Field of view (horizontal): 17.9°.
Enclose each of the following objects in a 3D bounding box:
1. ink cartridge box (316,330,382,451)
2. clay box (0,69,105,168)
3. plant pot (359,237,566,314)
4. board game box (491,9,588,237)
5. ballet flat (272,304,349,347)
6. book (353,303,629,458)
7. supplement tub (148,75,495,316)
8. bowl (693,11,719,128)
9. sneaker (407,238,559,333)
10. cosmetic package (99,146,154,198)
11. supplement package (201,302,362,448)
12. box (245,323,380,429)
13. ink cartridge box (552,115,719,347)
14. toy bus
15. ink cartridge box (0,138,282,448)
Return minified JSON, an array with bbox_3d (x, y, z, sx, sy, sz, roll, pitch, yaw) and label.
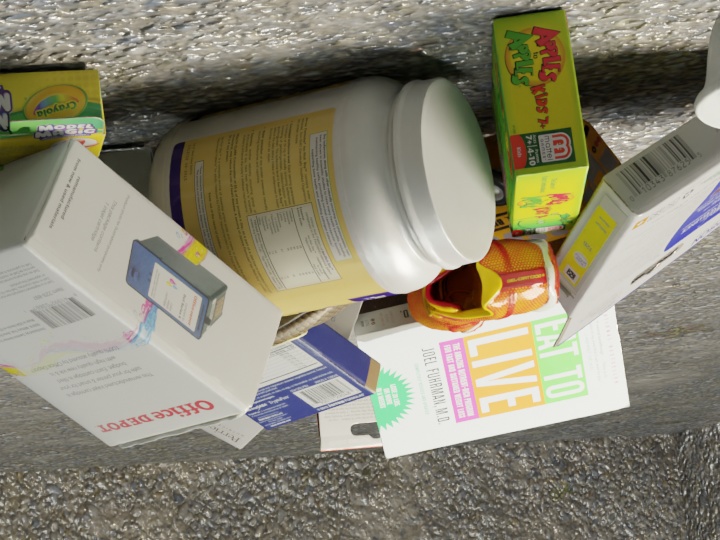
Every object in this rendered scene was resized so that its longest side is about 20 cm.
[{"bbox_3d":[-0.006,0.054,1.948,0.108,0.201,0.050,-2,169,-23],"label":"ink cartridge box"},{"bbox_3d":[-0.226,-0.086,1.456,0.114,0.048,0.200,-4,168,-12],"label":"clay box"},{"bbox_3d":[0.123,-0.005,1.848,0.186,0.188,0.200,2,152,-42],"label":"plant pot"},{"bbox_3d":[0.116,-0.092,1.496,0.047,0.102,0.200,-8,170,2],"label":"board game box"},{"bbox_3d":[0.000,0.000,1.619,0.200,0.046,0.067,-37,-145,-21],"label":"ballet flat"},{"bbox_3d":[0.102,0.067,1.781,0.199,0.048,0.134,-13,131,1],"label":"book"},{"bbox_3d":[-0.025,-0.048,1.521,0.199,0.146,0.145,-11,169,24],"label":"supplement tub"},{"bbox_3d":[0.290,-0.148,1.334,0.200,0.091,0.201,-6,171,-1],"label":"bowl"},{"bbox_3d":[0.070,0.007,1.637,0.077,0.073,0.200,-6,174,-21],"label":"sneaker"},{"bbox_3d":[-0.195,-0.025,1.701,0.103,0.088,0.200,-6,171,-6],"label":"cosmetic package"},{"bbox_3d":[-0.086,0.034,1.794,0.117,0.118,0.200,28,144,-12],"label":"supplement package"},{"bbox_3d":[-0.095,0.046,1.675,0.121,0.033,0.200,-20,136,40],"label":"box"},{"bbox_3d":[0.221,-0.051,1.614,0.197,0.047,0.200,-34,167,-27],"label":"ink cartridge box"},{"bbox_3d":[0.095,-0.055,1.700,0.199,0.065,0.078,-17,125,43],"label":"toy bus"},{"bbox_3d":[-0.172,0.020,1.457,0.145,0.088,0.200,-16,133,43],"label":"ink cartridge box"}]
